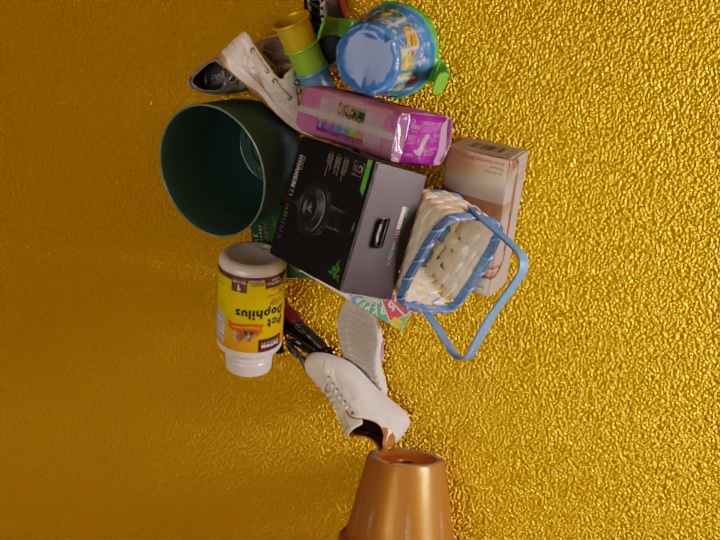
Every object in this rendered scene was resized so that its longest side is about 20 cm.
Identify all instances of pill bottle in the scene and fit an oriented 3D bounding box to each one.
[{"bbox_3d":[-0.176,0.064,1.623,0.108,0.109,0.203,17,119,23],"label":"pill bottle"}]

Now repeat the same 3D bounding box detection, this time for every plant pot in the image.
[{"bbox_3d":[-0.183,-0.173,1.566,0.198,0.161,0.203,13,116,28],"label":"plant pot"},{"bbox_3d":[0.066,0.386,1.605,0.198,0.200,0.186,6,92,26],"label":"plant pot"}]

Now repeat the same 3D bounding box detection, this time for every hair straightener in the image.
[{"bbox_3d":[-0.108,0.114,1.697,0.199,0.041,0.077,39,119,8],"label":"hair straightener"}]

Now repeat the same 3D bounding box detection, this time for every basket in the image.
[{"bbox_3d":[0.126,-0.007,1.353,0.177,0.138,0.201,-59,45,28],"label":"basket"}]

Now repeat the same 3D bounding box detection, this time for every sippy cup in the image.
[{"bbox_3d":[0.030,-0.304,1.428,0.176,0.130,0.142,-8,104,24],"label":"sippy cup"}]

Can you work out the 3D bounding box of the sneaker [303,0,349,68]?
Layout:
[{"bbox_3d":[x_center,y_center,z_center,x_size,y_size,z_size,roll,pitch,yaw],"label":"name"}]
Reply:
[{"bbox_3d":[-0.062,-0.395,1.483,0.076,0.082,0.203,13,113,24],"label":"sneaker"}]

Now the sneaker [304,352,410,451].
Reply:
[{"bbox_3d":[-0.019,0.209,1.613,0.199,0.085,0.073,35,138,13],"label":"sneaker"}]

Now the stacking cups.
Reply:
[{"bbox_3d":[-0.069,-0.280,1.502,0.060,0.061,0.202,-2,126,28],"label":"stacking cups"}]

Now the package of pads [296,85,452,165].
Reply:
[{"bbox_3d":[0.019,-0.203,1.416,0.199,0.120,0.077,23,108,40],"label":"package of pads"}]

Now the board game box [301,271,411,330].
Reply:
[{"bbox_3d":[0.000,0.000,1.544,0.198,0.030,0.096,30,89,5],"label":"board game box"}]

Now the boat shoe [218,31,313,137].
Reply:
[{"bbox_3d":[-0.119,-0.278,1.518,0.069,0.071,0.199,-45,126,10],"label":"boat shoe"}]

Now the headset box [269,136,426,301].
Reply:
[{"bbox_3d":[-0.016,-0.070,1.369,0.199,0.092,0.176,27,103,51],"label":"headset box"}]

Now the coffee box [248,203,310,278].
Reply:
[{"bbox_3d":[-0.083,-0.050,1.623,0.197,0.044,0.125,-1,105,28],"label":"coffee box"}]

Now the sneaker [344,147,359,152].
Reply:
[{"bbox_3d":[0.009,-0.092,1.515,0.114,0.075,0.201,-32,83,-11],"label":"sneaker"}]

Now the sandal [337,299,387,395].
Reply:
[{"bbox_3d":[0.009,0.121,1.625,0.082,0.050,0.205,15,126,28],"label":"sandal"}]

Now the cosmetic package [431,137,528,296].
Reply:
[{"bbox_3d":[0.168,-0.078,1.454,0.102,0.087,0.203,14,112,23],"label":"cosmetic package"}]

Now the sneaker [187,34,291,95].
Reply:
[{"bbox_3d":[-0.179,-0.308,1.573,0.198,0.082,0.076,-16,98,31],"label":"sneaker"}]
